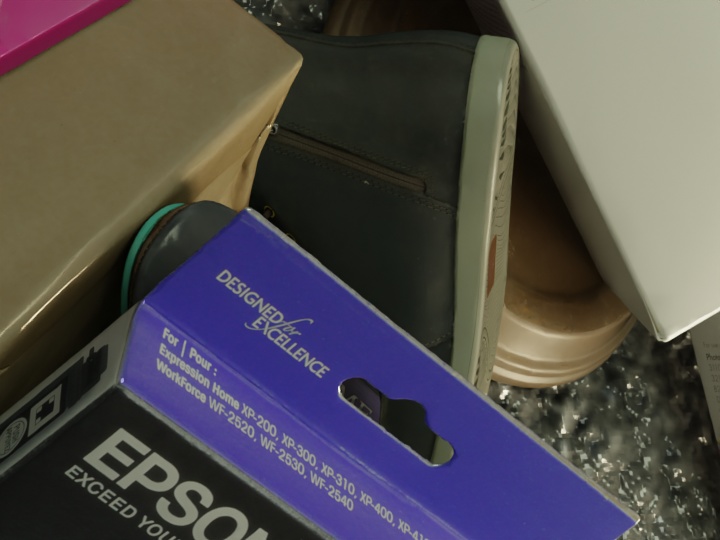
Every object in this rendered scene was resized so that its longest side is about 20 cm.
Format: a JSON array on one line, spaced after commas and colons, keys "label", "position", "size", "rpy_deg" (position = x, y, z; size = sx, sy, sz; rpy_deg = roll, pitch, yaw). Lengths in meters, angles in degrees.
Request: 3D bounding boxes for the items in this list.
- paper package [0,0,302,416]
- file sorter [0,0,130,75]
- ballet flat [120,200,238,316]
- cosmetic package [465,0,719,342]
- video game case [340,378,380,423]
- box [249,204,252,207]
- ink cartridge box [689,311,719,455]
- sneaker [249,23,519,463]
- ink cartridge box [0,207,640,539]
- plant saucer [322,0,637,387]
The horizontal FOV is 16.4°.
[{"label": "paper package", "position": [-0.155, -0.054, 0.856], "size": [0.200, 0.104, 0.191], "rpy_deg": [38, 57, 10]}, {"label": "file sorter", "position": [-0.117, -0.165, 0.800], "size": [0.200, 0.126, 0.139], "rpy_deg": [-35, 73, -32]}, {"label": "ballet flat", "position": [-0.033, 0.057, 0.863], "size": [0.073, 0.200, 0.073], "rpy_deg": [-2, 49, 3]}, {"label": "cosmetic package", "position": [0.112, -0.088, 0.989], "size": [0.107, 0.085, 0.200], "rpy_deg": [-28, 112, -4]}, {"label": "video game case", "position": [-0.026, 0.132, 0.968], "size": [0.143, 0.019, 0.200], "rpy_deg": [43, 54, -14]}, {"label": "box", "position": [-0.108, 0.003, 0.947], "size": [0.137, 0.040, 0.200], "rpy_deg": [40, 55, -16]}, {"label": "ink cartridge box", "position": [0.215, 0.049, 1.092], "size": [0.115, 0.068, 0.201], "rpy_deg": [-21, 100, -32]}, {"label": "sneaker", "position": [0.000, 0.000, 0.967], "size": [0.075, 0.106, 0.201], "rpy_deg": [-56, 153, -69]}, {"label": "ink cartridge box", "position": [-0.039, 0.100, 0.821], "size": [0.198, 0.200, 0.043], "rpy_deg": [38, 25, -30]}, {"label": "plant saucer", "position": [0.063, -0.050, 1.063], "size": [0.200, 0.029, 0.201], "rpy_deg": [20, 59, -38]}]
